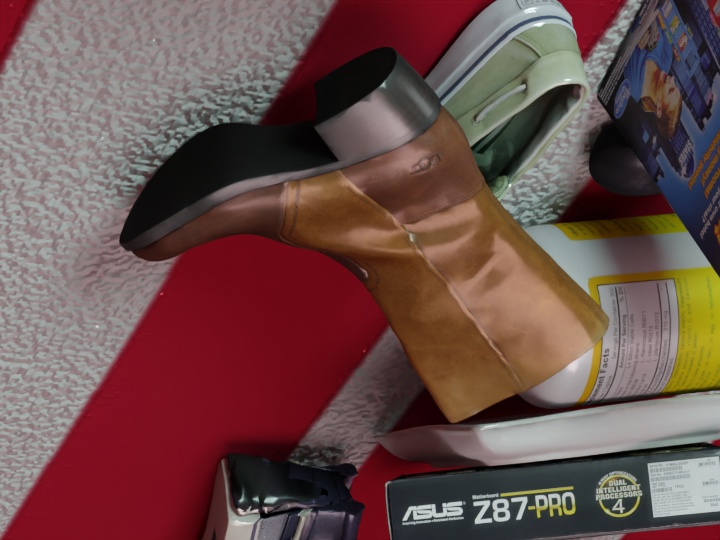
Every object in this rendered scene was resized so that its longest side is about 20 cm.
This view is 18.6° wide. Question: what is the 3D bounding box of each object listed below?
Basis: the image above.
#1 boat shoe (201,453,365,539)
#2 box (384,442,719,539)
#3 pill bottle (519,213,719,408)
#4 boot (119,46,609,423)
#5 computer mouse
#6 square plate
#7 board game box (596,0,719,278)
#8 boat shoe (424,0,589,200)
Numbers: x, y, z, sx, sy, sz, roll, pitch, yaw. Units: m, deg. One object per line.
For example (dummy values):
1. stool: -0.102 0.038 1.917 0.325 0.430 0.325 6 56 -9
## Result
1. boat shoe: -0.056 0.194 1.403 0.092 0.075 0.200 3 139 -15
2. box: 0.119 0.136 1.312 0.199 0.049 0.161 -7 174 5
3. pill bottle: 0.144 0.022 1.243 0.199 0.105 0.104 -5 142 -17
4. boot: 0.000 0.000 1.121 0.188 0.069 0.200 -29 121 17
5. computer mouse: 0.222 -0.072 1.213 0.199 0.034 0.059 -12 143 -10
6. square plate: 0.129 0.096 1.312 0.199 0.029 0.198 -5 175 -17
7. board game box: 0.202 -0.080 1.052 0.061 0.200 0.200 -1 141 -21
8. boat shoe: 0.048 -0.057 1.132 0.072 0.062 0.200 6 137 -30
